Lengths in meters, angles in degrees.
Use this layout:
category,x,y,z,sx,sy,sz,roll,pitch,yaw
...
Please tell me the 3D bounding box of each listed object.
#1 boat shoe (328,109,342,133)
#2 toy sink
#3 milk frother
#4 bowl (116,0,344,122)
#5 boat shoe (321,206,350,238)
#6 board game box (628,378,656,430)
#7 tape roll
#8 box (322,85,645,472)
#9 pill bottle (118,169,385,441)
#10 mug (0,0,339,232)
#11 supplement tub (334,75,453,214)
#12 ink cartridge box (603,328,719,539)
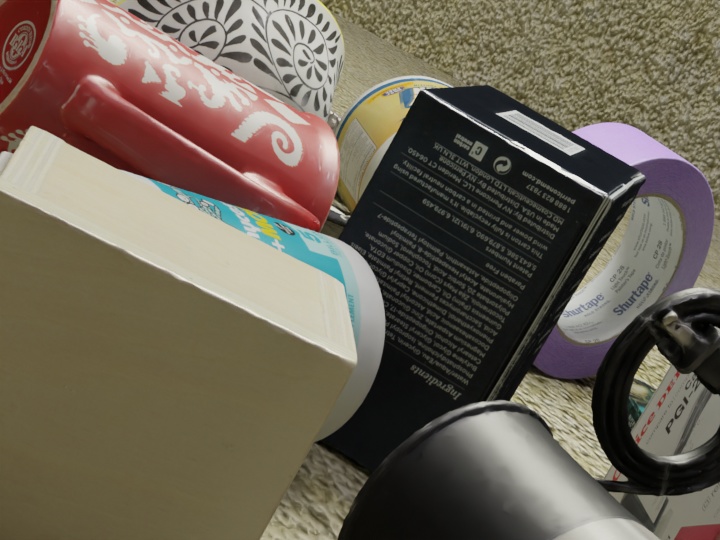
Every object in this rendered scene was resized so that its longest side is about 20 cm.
category,x,y,z,sx,sy,sz,roll,pitch,yaw
boat shoe,-0.034,-0.111,1.473,0.199,0.075,0.073,26,-12,3
toy sink,-0.120,0.029,0.608,0.199,0.131,0.112,26,14,-11
milk frother,0.128,0.122,0.632,0.180,0.200,0.188,21,15,-46
bowl,-0.101,-0.107,1.118,0.200,0.201,0.094,19,46,-38
boat shoe,0.000,0.000,1.089,0.200,0.074,0.060,34,14,32
board game box,0.288,0.151,1.230,0.200,0.028,0.135,27,14,-12
tape roll,0.187,-0.014,1.253,0.200,0.201,0.066,16,18,-44
box,0.059,0.005,0.923,0.124,0.197,0.200,30,13,10
pill bottle,-0.091,0.017,0.752,0.200,0.111,0.111,16,19,-43
mug,-0.113,-0.081,0.890,0.200,0.134,0.177,32,-27,-36
supplement tub,0.060,-0.073,1.326,0.144,0.145,0.200,24,14,-20
ink cartridge box,0.225,0.125,0.935,0.085,0.146,0.200,27,13,-7
